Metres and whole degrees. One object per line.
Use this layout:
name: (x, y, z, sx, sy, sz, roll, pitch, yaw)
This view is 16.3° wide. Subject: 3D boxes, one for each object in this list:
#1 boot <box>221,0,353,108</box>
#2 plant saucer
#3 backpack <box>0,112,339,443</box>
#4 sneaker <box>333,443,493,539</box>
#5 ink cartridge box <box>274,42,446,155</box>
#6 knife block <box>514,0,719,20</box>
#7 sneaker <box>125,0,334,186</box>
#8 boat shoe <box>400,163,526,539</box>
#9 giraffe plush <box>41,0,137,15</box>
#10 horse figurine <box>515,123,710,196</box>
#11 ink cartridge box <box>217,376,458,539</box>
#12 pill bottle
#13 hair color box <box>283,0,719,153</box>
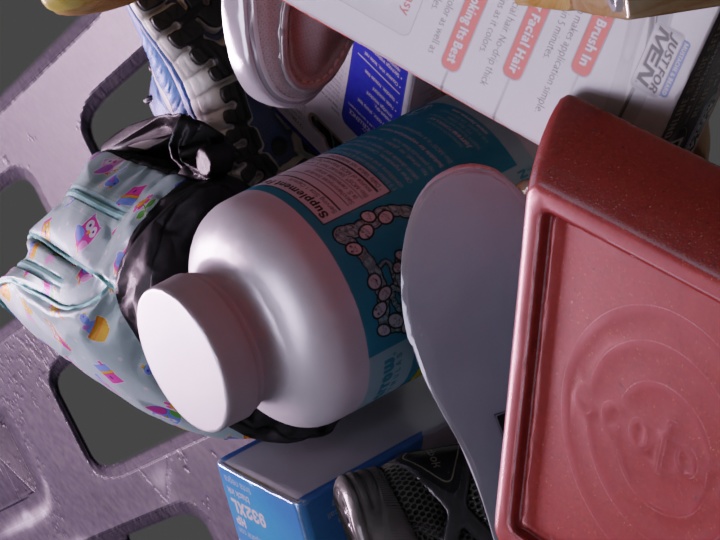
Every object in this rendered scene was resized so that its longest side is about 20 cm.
boot: (0.005, -0.160, 1.071, 0.095, 0.073, 0.201, 21, 105, 44)
plant saucer: (0.119, 0.062, 0.921, 0.199, 0.037, 0.201, 31, 126, 42)
backpack: (-0.095, 0.006, 1.265, 0.167, 0.127, 0.200, 51, 165, -28)
sneaker: (0.069, 0.169, 1.202, 0.076, 0.114, 0.200, -126, 17, -71)
ink cartridge box: (0.006, -0.124, 1.197, 0.095, 0.037, 0.200, 45, 144, 28)
knife block: (0.153, -0.131, 0.861, 0.200, 0.175, 0.064, -149, 50, -75)
sneaker: (-0.091, -0.116, 1.322, 0.089, 0.078, 0.201, -14, 101, 59)
boat shoe: (0.069, 0.047, 1.087, 0.068, 0.073, 0.200, -85, -27, -78)
giraffe plush: (-0.087, -0.225, 1.145, 0.162, 0.173, 0.200, -6, 141, 40)
horse figurine: (0.097, -0.079, 1.064, 0.132, 0.050, 0.201, -26, 86, 57)
ink cartridge box: (0.028, 0.163, 1.284, 0.084, 0.145, 0.201, 18, 128, 53)
pill bottle: (0.000, 0.000, 1.137, 0.111, 0.200, 0.111, 40, 144, 36)
hair color box: (0.055, -0.127, 0.988, 0.200, 0.064, 0.111, 32, 116, 18)
